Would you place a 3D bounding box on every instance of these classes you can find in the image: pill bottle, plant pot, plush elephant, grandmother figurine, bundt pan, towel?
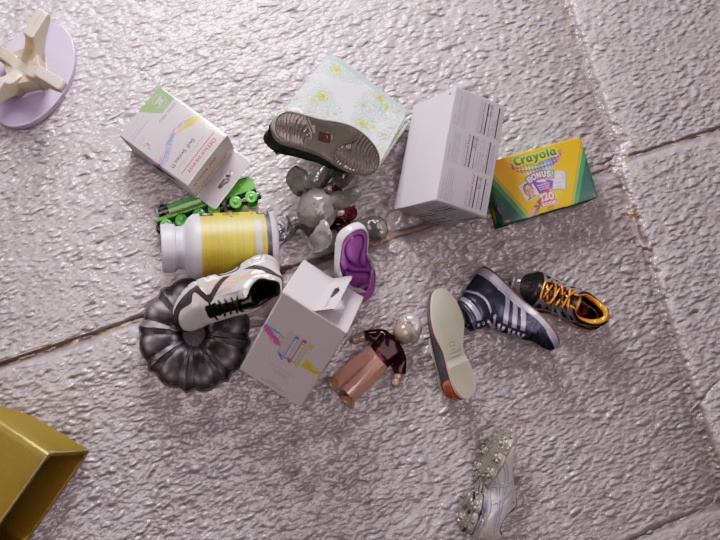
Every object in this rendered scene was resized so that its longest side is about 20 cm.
[{"bbox_3d":[-0.242,-0.042,1.388,0.196,0.112,0.115,-3,84,-15],"label":"pill bottle"},{"bbox_3d":[-0.590,0.311,1.274,0.198,0.196,0.196,34,80,5],"label":"plant pot"},{"bbox_3d":[-0.056,-0.110,1.407,0.197,0.155,0.168,-23,87,-10],"label":"plush elephant"},{"bbox_3d":[0.035,0.157,1.444,0.200,0.061,0.122,-43,100,-8],"label":"grandmother figurine"},{"bbox_3d":[-0.287,0.110,1.393,0.197,0.076,0.207,1,84,-9],"label":"bundt pan"},{"bbox_3d":[-0.019,-0.280,1.453,0.198,0.048,0.172,34,53,-3],"label":"towel"}]

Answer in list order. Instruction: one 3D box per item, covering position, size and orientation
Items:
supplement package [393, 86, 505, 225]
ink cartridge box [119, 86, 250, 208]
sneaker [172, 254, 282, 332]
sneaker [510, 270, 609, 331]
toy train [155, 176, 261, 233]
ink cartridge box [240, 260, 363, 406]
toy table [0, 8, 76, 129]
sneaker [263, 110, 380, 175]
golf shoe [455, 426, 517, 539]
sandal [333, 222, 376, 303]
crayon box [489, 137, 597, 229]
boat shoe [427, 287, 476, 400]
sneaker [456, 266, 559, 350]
[{"bbox_3d":[0.156,-0.198,1.438,0.109,0.155,0.204,15,81,-24],"label":"supplement package"},{"bbox_3d":[-0.303,-0.213,1.408,0.198,0.067,0.118,35,80,10],"label":"ink cartridge box"},{"bbox_3d":[-0.216,0.043,1.319,0.198,0.080,0.075,-30,125,-6],"label":"sneaker"},{"bbox_3d":[0.373,0.052,1.495,0.196,0.077,0.080,20,83,-4],"label":"sneaker"},{"bbox_3d":[-0.274,-0.116,1.437,0.196,0.042,0.057,-19,77,-10],"label":"toy train"},{"bbox_3d":[-0.092,0.094,1.349,0.124,0.129,0.202,30,117,-2],"label":"ink cartridge box"},{"bbox_3d":[-0.574,-0.349,1.378,0.180,0.117,0.204,18,83,-6],"label":"toy table"},{"bbox_3d":[-0.066,-0.214,1.376,0.197,0.106,0.076,21,83,-17],"label":"sneaker"},{"bbox_3d":[0.247,0.385,1.454,0.096,0.078,0.203,26,86,-22],"label":"golf shoe"},{"bbox_3d":[-0.006,0.004,1.390,0.081,0.204,0.050,-30,53,-12],"label":"sandal"},{"bbox_3d":[0.333,-0.165,1.520,0.196,0.058,0.121,-16,87,-9],"label":"crayon box"},{"bbox_3d":[0.155,0.135,1.461,0.070,0.062,0.204,-13,85,-27],"label":"boat shoe"},{"bbox_3d":[0.263,0.099,1.475,0.200,0.070,0.109,43,75,5],"label":"sneaker"}]
